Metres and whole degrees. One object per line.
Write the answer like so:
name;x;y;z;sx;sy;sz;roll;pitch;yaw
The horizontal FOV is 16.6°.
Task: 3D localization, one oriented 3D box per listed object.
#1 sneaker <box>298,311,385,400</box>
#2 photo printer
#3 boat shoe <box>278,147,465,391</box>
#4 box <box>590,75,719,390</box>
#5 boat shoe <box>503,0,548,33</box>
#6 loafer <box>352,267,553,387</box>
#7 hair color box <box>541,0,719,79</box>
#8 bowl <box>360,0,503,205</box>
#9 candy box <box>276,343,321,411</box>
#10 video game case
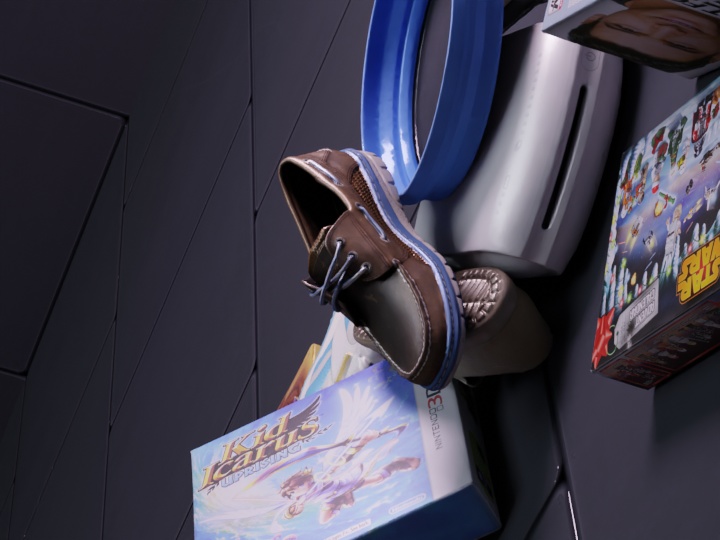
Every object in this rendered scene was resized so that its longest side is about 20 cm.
sneaker;0.007;0.073;1.787;0.081;0.076;0.201;165;119;-71
photo printer;0.103;-0.074;1.597;0.200;0.069;0.167;176;110;-75
boat shoe;0.000;0.000;1.538;0.072;0.072;0.200;-64;37;30
box;0.186;-0.030;1.291;0.200;0.040;0.137;137;147;-63
boat shoe;0.135;-0.195;1.579;0.200;0.062;0.073;-39;23;49
loafer;0.058;0.039;1.595;0.076;0.068;0.200;-53;19;-11
hair color box;0.183;-0.161;1.334;0.200;0.099;0.061;161;124;-73
bowl;0.047;-0.140;1.611;0.201;0.039;0.201;-173;90;-75
candy box;-0.036;0.167;1.882;0.200;0.056;0.117;-93;25;-50
video game case;-0.015;0.142;1.611;0.200;0.046;0.181;-26;28;10
